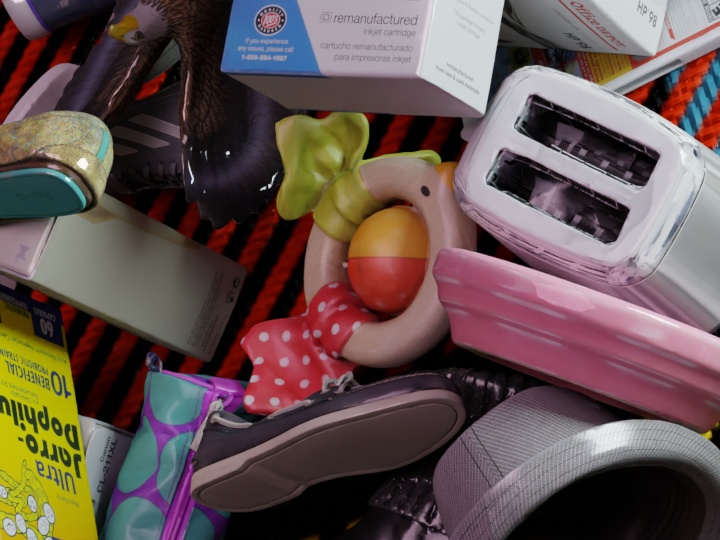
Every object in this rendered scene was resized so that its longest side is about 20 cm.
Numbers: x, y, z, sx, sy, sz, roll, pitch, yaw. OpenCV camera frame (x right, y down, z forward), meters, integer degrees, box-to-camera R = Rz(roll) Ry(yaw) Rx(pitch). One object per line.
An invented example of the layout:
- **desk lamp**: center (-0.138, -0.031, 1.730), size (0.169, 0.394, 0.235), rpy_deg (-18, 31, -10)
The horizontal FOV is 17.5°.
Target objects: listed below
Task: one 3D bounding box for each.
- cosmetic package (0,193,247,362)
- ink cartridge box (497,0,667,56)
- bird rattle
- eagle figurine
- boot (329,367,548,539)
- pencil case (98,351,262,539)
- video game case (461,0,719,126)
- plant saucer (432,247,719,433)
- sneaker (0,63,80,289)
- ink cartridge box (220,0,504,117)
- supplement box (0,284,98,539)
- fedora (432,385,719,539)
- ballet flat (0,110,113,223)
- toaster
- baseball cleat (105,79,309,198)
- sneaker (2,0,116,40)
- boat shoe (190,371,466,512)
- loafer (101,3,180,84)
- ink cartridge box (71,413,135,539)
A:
- **cosmetic package**: center (-0.173, -0.011, 1.502), size (0.105, 0.200, 0.072), rpy_deg (20, 84, 33)
- **ink cartridge box**: center (0.112, -0.183, 1.416), size (0.199, 0.116, 0.067), rpy_deg (8, 78, 33)
- **bird rattle**: center (0.000, 0.000, 1.433), size (0.162, 0.112, 0.202), rpy_deg (-4, 68, 45)
- **eagle figurine**: center (-0.119, -0.148, 1.504), size (0.152, 0.150, 0.202), rpy_deg (43, 131, 53)
- **boot**: center (0.016, 0.141, 1.409), size (0.209, 0.079, 0.159), rpy_deg (-3, 79, 19)
- **pencil case**: center (-0.122, 0.160, 1.482), size (0.084, 0.092, 0.202), rpy_deg (17, 82, -10)
- **video game case**: center (0.141, -0.172, 1.476), size (0.199, 0.017, 0.144), rpy_deg (-26, 63, 22)
- **plant saucer**: center (0.130, 0.043, 1.303), size (0.199, 0.200, 0.051), rpy_deg (19, 88, 34)
- **sneaker**: center (-0.259, -0.064, 1.654), size (0.088, 0.075, 0.201), rpy_deg (31, 93, 46)
- **ink cartridge box**: center (0.011, -0.199, 1.363), size (0.143, 0.084, 0.202), rpy_deg (5, 79, 32)
- **supplement box**: center (-0.245, 0.117, 1.457), size (0.109, 0.109, 0.202), rpy_deg (-24, 64, 22)
- **fedora**: center (0.111, 0.131, 1.293), size (0.177, 0.199, 0.091), rpy_deg (-49, 49, 17)
- **ballet flat**: center (-0.231, -0.060, 1.400), size (0.198, 0.071, 0.071), rpy_deg (-5, 71, 30)
- **toaster**: center (0.149, -0.039, 1.361), size (0.199, 0.129, 0.114), rpy_deg (30, 91, 34)
- **baseball cleat**: center (-0.126, -0.077, 1.574), size (0.199, 0.070, 0.107), rpy_deg (-32, 60, 19)
- **sneaker**: center (-0.202, -0.271, 1.686), size (0.146, 0.081, 0.201), rpy_deg (-26, 58, 11)
- **boat shoe**: center (-0.023, 0.086, 1.371), size (0.199, 0.072, 0.063), rpy_deg (-23, 52, 35)
- **loafer**: center (-0.120, -0.219, 1.593), size (0.070, 0.070, 0.201), rpy_deg (22, 74, 24)
- **ink cartridge box**: center (-0.248, 0.158, 1.562), size (0.199, 0.083, 0.147), rpy_deg (12, 80, 33)
